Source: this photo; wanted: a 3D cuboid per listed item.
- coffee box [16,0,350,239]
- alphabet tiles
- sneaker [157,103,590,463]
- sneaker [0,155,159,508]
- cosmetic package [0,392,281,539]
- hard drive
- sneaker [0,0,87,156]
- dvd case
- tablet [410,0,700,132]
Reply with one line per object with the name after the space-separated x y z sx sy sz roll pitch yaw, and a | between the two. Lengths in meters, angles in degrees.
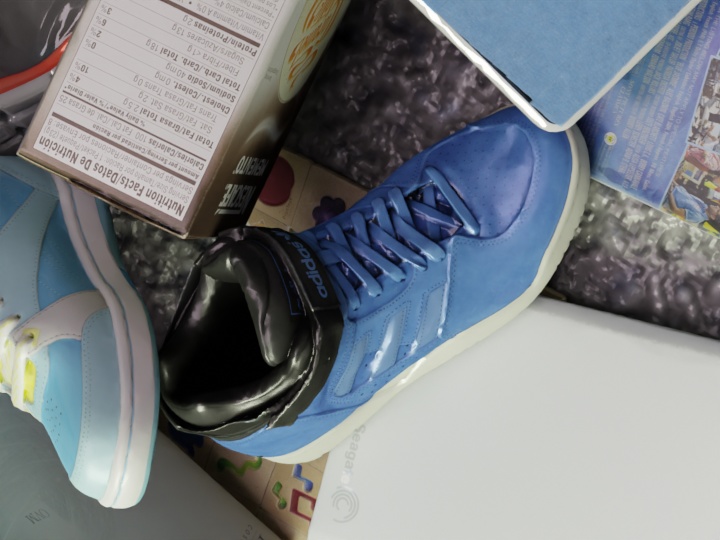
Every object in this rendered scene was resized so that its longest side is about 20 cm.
-0.051 -0.118 0.921 0.080 0.114 0.200 26 95 7 | coffee box
-0.011 0.061 1.040 0.167 0.008 0.200 29 114 20 | alphabet tiles
0.001 0.001 0.923 0.200 0.111 0.077 -41 65 16 | sneaker
-0.160 0.024 0.939 0.200 0.130 0.080 -116 35 -48 | sneaker
-0.164 0.145 0.996 0.200 0.199 0.123 44 125 -11 | cosmetic package
0.084 0.081 0.951 0.200 0.026 0.132 14 88 25 | hard drive
-0.159 -0.099 1.024 0.200 0.077 0.082 -30 68 -6 | sneaker
0.187 -0.068 0.894 0.200 0.018 0.143 27 113 22 | dvd case
0.101 -0.161 0.858 0.200 0.014 0.130 -44 108 9 | tablet
